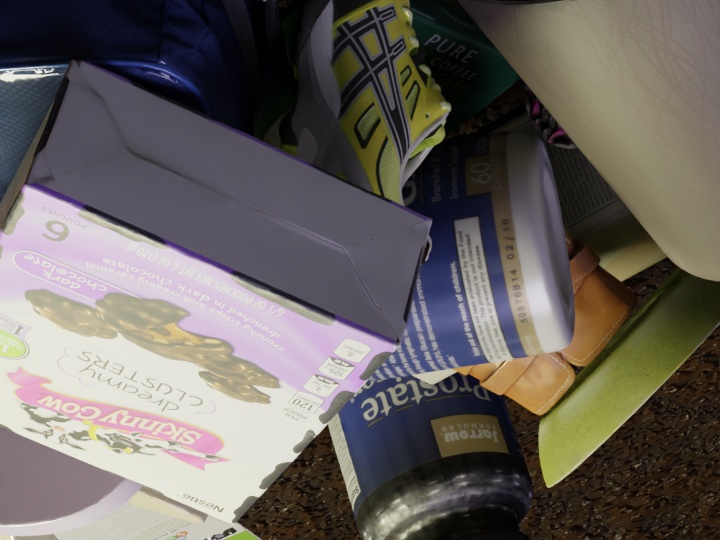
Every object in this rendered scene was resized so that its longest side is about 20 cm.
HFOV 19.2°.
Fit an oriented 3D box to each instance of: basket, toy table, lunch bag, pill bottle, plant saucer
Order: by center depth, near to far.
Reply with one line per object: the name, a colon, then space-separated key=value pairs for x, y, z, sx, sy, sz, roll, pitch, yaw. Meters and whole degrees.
basket: x=0.154 y=-0.101 z=0.967 sx=0.179 sy=0.136 sz=0.200 roll=-17 pitch=132 yaw=21
lunch bag: x=-0.118 y=-0.100 z=0.969 sx=0.135 sy=0.133 sz=0.200 roll=0 pitch=148 yaw=7
pill bottle: x=0.000 y=0.000 z=1.053 sx=0.199 sy=0.112 sz=0.111 roll=-10 pitch=150 yaw=10
plant saucer: x=0.162 y=0.037 z=1.175 sx=0.200 sy=0.031 sz=0.200 roll=-46 pitch=176 yaw=-4
toy table: x=-0.188 y=0.097 z=1.219 sx=0.184 sy=0.199 sz=0.117 roll=-59 pitch=152 yaw=-12
pill bottle: x=0.042 y=0.111 z=1.312 sx=0.111 sy=0.201 sz=0.112 roll=-13 pitch=150 yaw=-8

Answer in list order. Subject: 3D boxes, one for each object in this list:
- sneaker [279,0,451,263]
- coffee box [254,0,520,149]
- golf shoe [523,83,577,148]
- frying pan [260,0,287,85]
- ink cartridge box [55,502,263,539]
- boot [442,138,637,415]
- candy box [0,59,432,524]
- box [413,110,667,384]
sneaker: x=0.005 y=-0.090 z=0.993 sx=0.076 sy=0.201 sz=0.075 roll=6 pitch=171 yaw=0
coffee box: x=-0.019 y=-0.083 z=1.126 sx=0.200 sy=0.044 sz=0.123 roll=-38 pitch=146 yaw=30
golf shoe: x=0.163 y=-0.139 z=1.081 sx=0.092 sy=0.073 sz=0.200 roll=-3 pitch=138 yaw=-51
frying pan: x=-0.039 y=-0.141 z=0.921 sx=0.031 sy=0.115 sz=0.191 roll=-12 pitch=123 yaw=2
ink cartridge box: x=-0.168 y=0.148 z=1.387 sx=0.147 sy=0.076 sz=0.200 roll=-24 pitch=150 yaw=10
boot: x=0.040 y=0.029 z=1.167 sx=0.155 sy=0.077 sz=0.200 roll=36 pitch=115 yaw=-14
candy box: x=-0.087 y=0.018 z=0.938 sx=0.167 sy=0.072 sz=0.200 roll=23 pitch=145 yaw=-12
box: x=0.091 y=-0.024 z=1.229 sx=0.199 sy=0.095 sz=0.078 roll=-29 pitch=150 yaw=21
